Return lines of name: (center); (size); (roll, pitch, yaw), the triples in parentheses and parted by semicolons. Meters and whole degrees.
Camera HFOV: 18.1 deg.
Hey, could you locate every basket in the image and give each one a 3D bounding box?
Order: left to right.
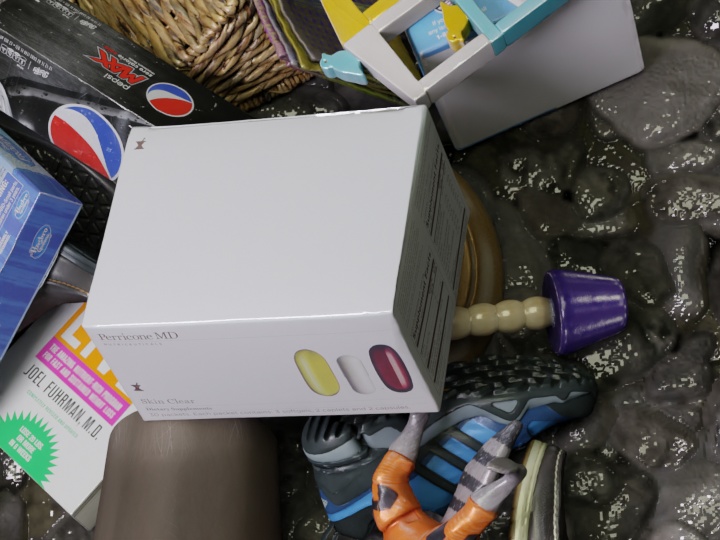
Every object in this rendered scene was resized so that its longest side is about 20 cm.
basket: (-0.109, 0.197, 1.425); (0.135, 0.181, 0.201); (-6, 55, 10)
basket: (-0.116, -0.208, 1.641); (0.143, 0.148, 0.201); (-44, 60, 30)

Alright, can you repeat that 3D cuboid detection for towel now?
towel: (-0.028, -0.202, 1.581); (0.023, 0.143, 0.201); (-41, 55, 31)

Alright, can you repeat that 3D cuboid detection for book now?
book: (-0.164, 0.061, 1.553); (0.133, 0.048, 0.200); (37, 81, 30)

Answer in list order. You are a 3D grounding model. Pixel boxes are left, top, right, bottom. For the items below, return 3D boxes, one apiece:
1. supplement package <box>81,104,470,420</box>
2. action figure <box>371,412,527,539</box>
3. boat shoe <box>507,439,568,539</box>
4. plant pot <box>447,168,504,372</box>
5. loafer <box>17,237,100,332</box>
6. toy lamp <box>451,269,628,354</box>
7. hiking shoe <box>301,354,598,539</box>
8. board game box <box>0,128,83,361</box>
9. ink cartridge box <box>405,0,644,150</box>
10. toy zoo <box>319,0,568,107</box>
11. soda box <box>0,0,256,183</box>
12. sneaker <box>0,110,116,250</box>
supplement package: (-0.049, -0.003, 1.396); (0.198, 0.111, 0.157); (-3, 53, 19)
action figure: (0.061, 0.194, 1.378); (0.199, 0.104, 0.195); (25, 110, 35)
boat shoe: (0.120, 0.207, 1.412); (0.064, 0.073, 0.202); (4, 78, 8)
plant pot: (0.000, 0.000, 1.509); (0.198, 0.027, 0.202); (1, 77, -5)
loafer: (-0.223, 0.009, 1.549); (0.199, 0.073, 0.073); (13, 82, 47)
toy lamp: (0.074, 0.034, 1.467); (0.198, 0.058, 0.059); (-8, 65, -6)
hiking shoe: (0.061, 0.113, 1.469); (0.198, 0.074, 0.087); (-14, 109, -9)
board game box: (-0.298, -0.011, 1.545); (0.199, 0.043, 0.201); (39, 105, 41)
ink cartridge box: (0.085, -0.221, 1.551); (0.146, 0.146, 0.201); (-23, 64, 3)
toy zoo: (0.055, -0.189, 1.452); (0.199, 0.020, 0.131); (-36, 64, -3)
soda box: (-0.167, -0.111, 1.533); (0.199, 0.064, 0.071); (32, 40, 9)
sneaker: (-0.213, -0.089, 1.600); (0.199, 0.072, 0.083); (34, 41, 24)
